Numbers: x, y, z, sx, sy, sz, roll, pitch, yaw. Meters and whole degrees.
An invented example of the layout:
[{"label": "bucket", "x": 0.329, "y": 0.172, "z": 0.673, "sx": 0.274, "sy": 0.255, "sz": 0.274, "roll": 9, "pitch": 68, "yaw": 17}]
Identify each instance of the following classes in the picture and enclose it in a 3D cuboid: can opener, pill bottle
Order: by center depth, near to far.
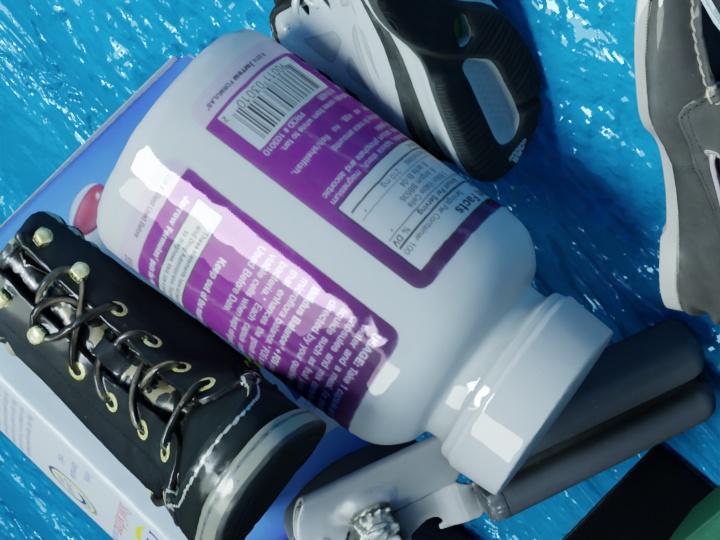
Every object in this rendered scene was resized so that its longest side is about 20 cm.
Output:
[{"label": "pill bottle", "x": 0.000, "y": 0.000, "z": 0.951, "sx": 0.200, "sy": 0.112, "sz": 0.112, "roll": 37, "pitch": 151, "yaw": 8}, {"label": "can opener", "x": 0.057, "y": 0.075, "z": 1.017, "sx": 0.067, "sy": 0.199, "sz": 0.053, "roll": -114, "pitch": 2, "yaw": -51}]

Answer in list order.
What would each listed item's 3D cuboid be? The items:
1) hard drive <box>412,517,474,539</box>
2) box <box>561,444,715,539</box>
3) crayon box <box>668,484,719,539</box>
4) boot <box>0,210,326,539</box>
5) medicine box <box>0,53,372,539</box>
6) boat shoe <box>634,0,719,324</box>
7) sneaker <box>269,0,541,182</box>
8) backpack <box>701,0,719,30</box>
[{"label": "hard drive", "x": 0.019, "y": 0.191, "z": 1.354, "sx": 0.135, "sy": 0.042, "sz": 0.201, "roll": 33, "pitch": 149, "yaw": 23}, {"label": "box", "x": 0.094, "y": 0.219, "z": 1.068, "sx": 0.124, "sy": 0.200, "sz": 0.197, "roll": 40, "pitch": 130, "yaw": 13}, {"label": "crayon box", "x": 0.241, "y": 0.137, "z": 0.927, "sx": 0.200, "sy": 0.058, "sz": 0.173, "roll": 43, "pitch": 136, "yaw": 4}, {"label": "boot", "x": -0.093, "y": 0.044, "z": 0.947, "sx": 0.154, "sy": 0.074, "sz": 0.204, "roll": 40, "pitch": 177, "yaw": 0}, {"label": "medicine box", "x": -0.077, "y": 0.035, "z": 1.116, "sx": 0.200, "sy": 0.182, "sz": 0.103, "roll": 42, "pitch": 162, "yaw": 6}, {"label": "boat shoe", "x": 0.140, "y": -0.052, "z": 0.862, "sx": 0.057, "sy": 0.067, "sz": 0.201, "roll": 12, "pitch": 145, "yaw": 21}, {"label": "sneaker", "x": -0.007, "y": -0.124, "z": 0.942, "sx": 0.115, "sy": 0.076, "sz": 0.201, "roll": 17, "pitch": 143, "yaw": 39}, {"label": "backpack", "x": 0.166, "y": -0.132, "z": 0.622, "sx": 0.177, "sy": 0.150, "sz": 0.201, "roll": 23, "pitch": 138, "yaw": 39}]
